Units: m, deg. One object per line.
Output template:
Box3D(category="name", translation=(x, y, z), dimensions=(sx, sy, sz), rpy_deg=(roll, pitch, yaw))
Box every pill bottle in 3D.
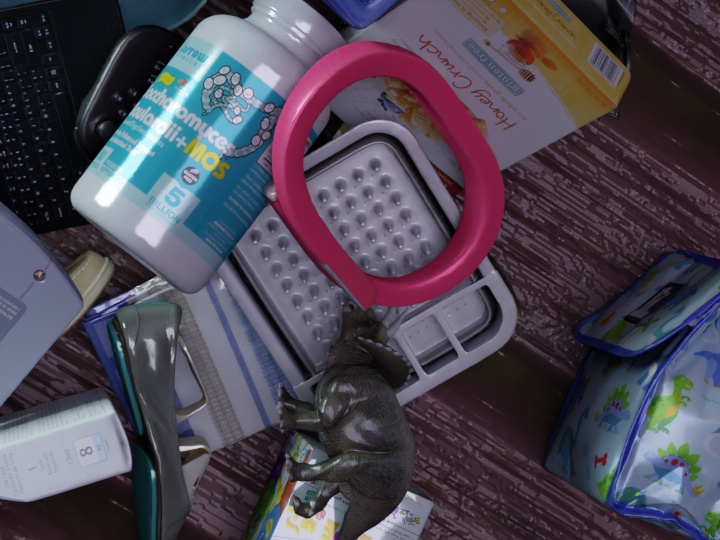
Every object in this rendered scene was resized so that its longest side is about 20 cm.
Box3D(category="pill bottle", translation=(-0.095, -0.092, 1.272), dimensions=(0.111, 0.111, 0.201), rpy_deg=(38, 84, -12))

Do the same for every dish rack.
Box3D(category="dish rack", translation=(0.000, 0.000, 1.362), dimensions=(0.171, 0.044, 0.201), rpy_deg=(-30, 112, 8))

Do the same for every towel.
Box3D(category="towel", translation=(-0.090, 0.051, 1.403), dimensions=(0.199, 0.024, 0.148), rpy_deg=(-24, 110, -3))

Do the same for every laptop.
Box3D(category="laptop", translation=(-0.247, -0.078, 1.304), dimensions=(0.198, 0.104, 0.178), rpy_deg=(-11, 122, -1))

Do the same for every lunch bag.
Box3D(category="lunch bag", translation=(0.230, 0.084, 1.412), dimensions=(0.127, 0.170, 0.201), rpy_deg=(23, 90, -13))

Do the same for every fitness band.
Box3D(category="fitness band", translation=(0.017, -0.060, 1.270), dimensions=(0.144, 0.037, 0.200), rpy_deg=(-44, 126, -10))

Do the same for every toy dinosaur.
Box3D(category="toy dinosaur", translation=(-0.002, 0.120, 1.311), dimensions=(0.101, 0.077, 0.202), rpy_deg=(-9, 89, -2))

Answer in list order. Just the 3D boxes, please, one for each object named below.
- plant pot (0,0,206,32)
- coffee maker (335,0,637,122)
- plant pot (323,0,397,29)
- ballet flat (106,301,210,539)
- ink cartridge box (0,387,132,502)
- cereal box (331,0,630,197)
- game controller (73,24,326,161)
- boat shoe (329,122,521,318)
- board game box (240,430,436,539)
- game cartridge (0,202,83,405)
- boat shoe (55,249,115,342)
Box3D(category="plant pot", translation=(-0.187, -0.272, 1.307), dimensions=(0.199, 0.200, 0.136), rpy_deg=(15, 56, -12))
Box3D(category="coffee maker", translation=(0.089, -0.209, 1.351), dimensions=(0.198, 0.192, 0.136), rpy_deg=(12, 108, -10))
Box3D(category="plant pot", translation=(-0.017, -0.310, 1.222), dimensions=(0.200, 0.180, 0.200), rpy_deg=(-43, 131, -1))
Box3D(category="ballet flat", translation=(-0.137, 0.118, 1.370), dimensions=(0.063, 0.067, 0.202), rpy_deg=(-12, 111, -16))
Box3D(category="ink cartridge box", translation=(-0.262, 0.138, 1.319), dimensions=(0.199, 0.160, 0.048), rpy_deg=(-18, 96, -9))
Box3D(category="cereal box", translation=(0.067, -0.132, 1.297), dimensions=(0.144, 0.200, 0.040), rpy_deg=(41, 52, -16))
Box3D(category="game controller", translation=(-0.110, -0.096, 1.353), dimensions=(0.199, 0.042, 0.105), rpy_deg=(27, 100, -40))
Box3D(category="boat shoe", translation=(0.039, -0.025, 1.421), dimensions=(0.065, 0.073, 0.200), rpy_deg=(-41, 104, 11))
Box3D(category="board game box", translation=(-0.041, 0.233, 1.400), dimensions=(0.104, 0.103, 0.201), rpy_deg=(26, 88, -11))
Box3D(category="game cartridge", translation=(-0.290, 0.001, 1.268), dimensions=(0.200, 0.041, 0.133), rpy_deg=(38, 102, -29))
Box3D(category="boat shoe", translation=(-0.266, 0.043, 1.359), dimensions=(0.199, 0.072, 0.065), rpy_deg=(-37, 101, -1))
